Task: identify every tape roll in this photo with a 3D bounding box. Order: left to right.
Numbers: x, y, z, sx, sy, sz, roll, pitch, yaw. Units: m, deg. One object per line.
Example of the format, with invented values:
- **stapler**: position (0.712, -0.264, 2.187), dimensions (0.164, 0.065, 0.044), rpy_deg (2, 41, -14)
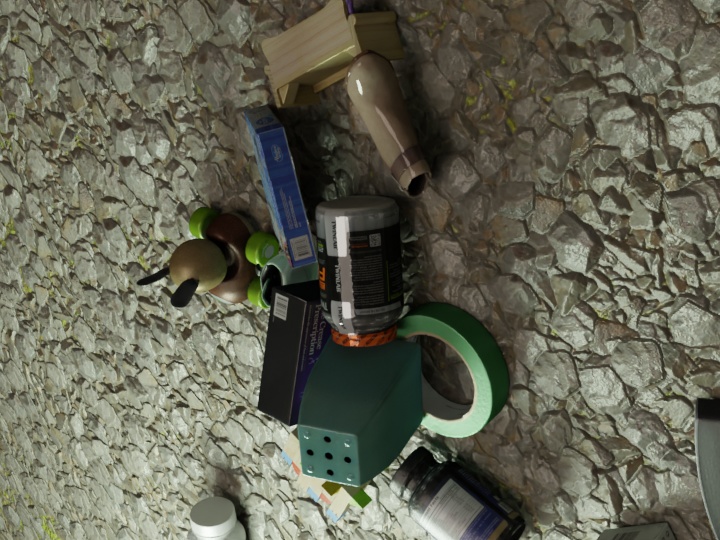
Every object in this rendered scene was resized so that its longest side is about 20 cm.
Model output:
- **tape roll**: position (0.124, 0.148, 1.614), dimensions (0.199, 0.048, 0.202), rpy_deg (22, 126, 33)

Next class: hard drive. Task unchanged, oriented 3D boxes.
- **hard drive**: position (0.480, 0.258, 1.346), dimensions (0.134, 0.042, 0.202), rpy_deg (2, 114, 43)

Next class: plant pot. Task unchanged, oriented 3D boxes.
- **plant pot**: position (-0.008, 0.205, 1.562), dimensions (0.140, 0.200, 0.142), rpy_deg (7, 120, 19)

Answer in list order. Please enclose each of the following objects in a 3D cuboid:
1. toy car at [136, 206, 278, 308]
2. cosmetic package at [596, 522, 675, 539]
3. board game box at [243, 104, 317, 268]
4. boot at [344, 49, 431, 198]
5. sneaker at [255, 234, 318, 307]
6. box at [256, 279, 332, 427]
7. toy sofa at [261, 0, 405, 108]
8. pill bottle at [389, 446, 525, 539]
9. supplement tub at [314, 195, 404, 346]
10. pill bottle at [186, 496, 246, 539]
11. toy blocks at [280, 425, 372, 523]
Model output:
- **toy car**: position (-0.256, 0.006, 1.773), dimensions (0.163, 0.200, 0.159), rpy_deg (22, 127, 33)
- **cosmetic package**: position (0.404, 0.457, 1.505), dimensions (0.112, 0.081, 0.201), rpy_deg (-23, 95, 45)
- **board game box**: position (-0.120, -0.128, 1.603), dimensions (0.199, 0.043, 0.202), rpy_deg (-122, 17, -70)
- **boot**: position (0.045, -0.183, 1.427), dimensions (0.147, 0.070, 0.200), rpy_deg (64, -177, 19)
- **sneaker**: position (-0.119, 0.047, 1.730), dimensions (0.073, 0.118, 0.202), rpy_deg (25, 129, 29)
- **box**: position (-0.073, 0.121, 1.676), dimensions (0.078, 0.141, 0.202), rpy_deg (20, 110, 36)
- **toy sofa**: position (-0.041, -0.298, 1.481), dimensions (0.199, 0.082, 0.098), rpy_deg (-19, 87, 47)
- **pill bottle**: position (0.145, 0.364, 1.671), dimensions (0.200, 0.112, 0.112), rpy_deg (38, 134, 21)
- **supplement tub**: position (0.000, 0.000, 1.565), dimensions (0.122, 0.122, 0.202), rpy_deg (7, 106, 40)
- **pill bottle**: position (-0.285, 0.559, 2.180), dimensions (0.119, 0.119, 0.202), rpy_deg (18, 125, 35)
- **toy blocks**: position (-0.066, 0.346, 1.885), dimensions (0.200, 0.100, 0.137), rpy_deg (45, 147, 13)
